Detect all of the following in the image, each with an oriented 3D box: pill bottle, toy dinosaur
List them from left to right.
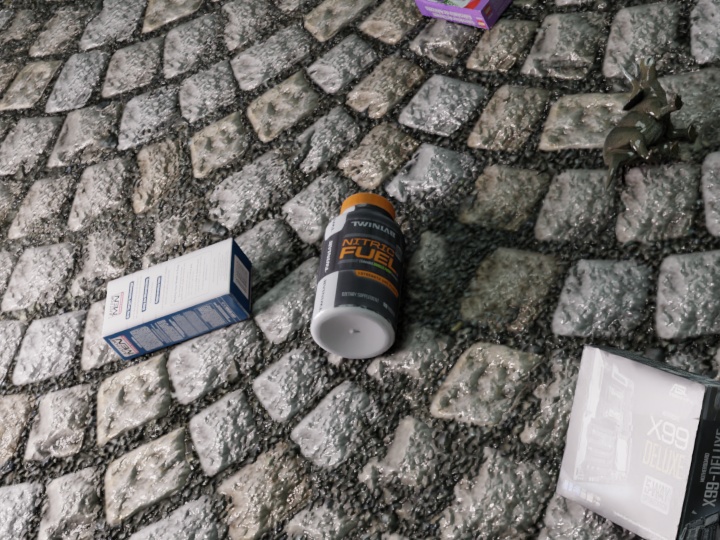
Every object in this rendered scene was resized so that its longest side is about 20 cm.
[{"bbox_3d":[0.000,0.000,1.790,0.105,0.106,0.201,-13,47,23],"label":"pill bottle"},{"bbox_3d":[0.338,-0.162,1.753,0.102,0.077,0.201,5,60,50],"label":"toy dinosaur"}]

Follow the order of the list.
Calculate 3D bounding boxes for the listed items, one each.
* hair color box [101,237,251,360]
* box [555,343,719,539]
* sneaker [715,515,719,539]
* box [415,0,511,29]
[{"bbox_3d":[-0.246,0.039,1.947,0.198,0.061,0.101,-18,45,18],"label":"hair color box"},{"bbox_3d":[0.276,0.168,1.403,0.200,0.049,0.159,20,101,63],"label":"box"},{"bbox_3d":[0.364,0.188,1.415,0.113,0.076,0.201,-22,50,14],"label":"sneaker"},{"bbox_3d":[0.187,-0.443,2.108,0.136,0.039,0.201,21,67,43],"label":"box"}]
